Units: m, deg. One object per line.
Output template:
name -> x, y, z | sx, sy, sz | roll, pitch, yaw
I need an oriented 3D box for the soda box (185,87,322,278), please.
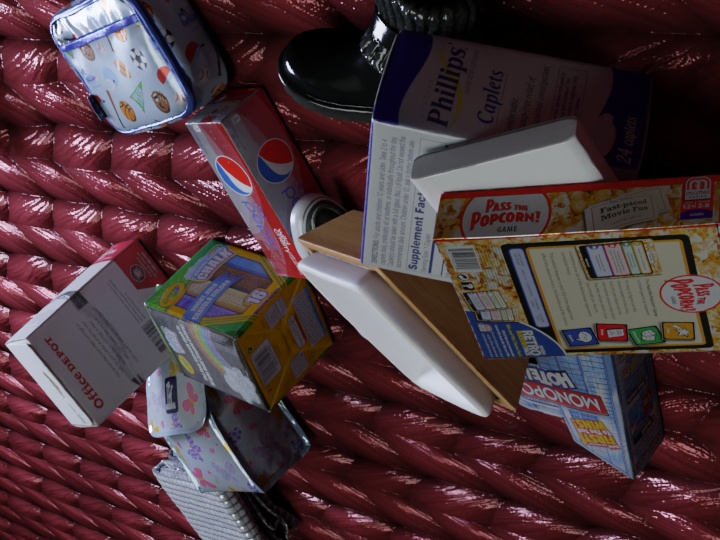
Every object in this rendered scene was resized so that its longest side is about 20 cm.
soda box -> -0.092, -0.087, 1.527 | 0.070, 0.063, 0.200 | 6, 134, 50

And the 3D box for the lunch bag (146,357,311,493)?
lunch bag -> -0.191, 0.187, 1.952 | 0.169, 0.127, 0.200 | -10, 114, 54

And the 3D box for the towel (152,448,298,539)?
towel -> -0.196, 0.335, 2.194 | 0.200, 0.086, 0.166 | 0, 127, 54

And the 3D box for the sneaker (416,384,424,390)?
sneaker -> 0.066, 0.043, 1.501 | 0.078, 0.066, 0.200 | -1, 129, 41

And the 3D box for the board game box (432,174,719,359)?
board game box -> 0.169, 0.002, 1.082 | 0.199, 0.046, 0.152 | -3, 142, 20

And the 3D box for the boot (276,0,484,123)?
boot -> 0.013, -0.196, 1.230 | 0.211, 0.080, 0.158 | 16, 149, 24

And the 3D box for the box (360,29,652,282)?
box -> 0.109, -0.076, 1.171 | 0.199, 0.105, 0.184 | 11, 144, 5

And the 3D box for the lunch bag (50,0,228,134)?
lunch bag -> -0.231, -0.224, 1.521 | 0.200, 0.076, 0.160 | -6, 122, 53

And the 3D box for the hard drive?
hard drive -> 0.142, -0.028, 1.110 | 0.132, 0.026, 0.200 | -12, 137, 31

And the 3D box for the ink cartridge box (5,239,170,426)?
ink cartridge box -> -0.325, 0.080, 1.902 | 0.147, 0.200, 0.083 | 54, 150, -17

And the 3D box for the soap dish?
soap dish -> 0.050, 0.034, 1.340 | 0.200, 0.081, 0.157 | 46, 168, -25

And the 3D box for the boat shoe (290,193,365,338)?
boat shoe -> 0.000, 0.000, 1.524 | 0.057, 0.069, 0.200 | 13, 146, 47

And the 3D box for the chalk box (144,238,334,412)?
chalk box -> -0.154, 0.055, 1.733 | 0.200, 0.124, 0.125 | 19, 144, 40

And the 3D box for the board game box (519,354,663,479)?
board game box -> 0.196, 0.095, 1.398 | 0.200, 0.062, 0.200 | 8, 134, 47
